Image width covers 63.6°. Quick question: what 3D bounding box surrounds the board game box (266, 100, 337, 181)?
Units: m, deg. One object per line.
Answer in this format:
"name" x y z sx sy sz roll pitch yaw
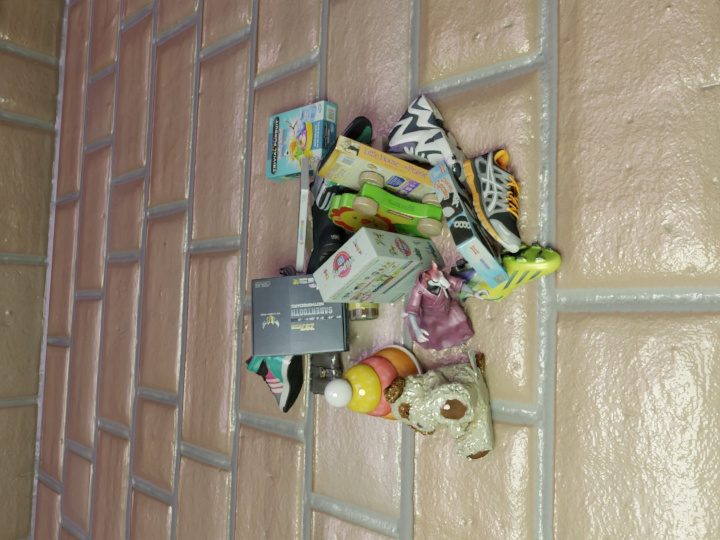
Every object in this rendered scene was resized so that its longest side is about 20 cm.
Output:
"board game box" -0.141 -0.298 1.363 0.198 0.047 0.154 -1 85 43

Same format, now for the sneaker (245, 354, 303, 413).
"sneaker" -0.196 0.226 1.284 0.119 0.084 0.202 25 135 18

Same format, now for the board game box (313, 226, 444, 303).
"board game box" 0.036 -0.002 1.061 0.147 0.198 0.065 -40 62 32

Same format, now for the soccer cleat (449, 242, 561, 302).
"soccer cleat" 0.243 0.010 0.972 0.198 0.065 0.085 -12 108 38

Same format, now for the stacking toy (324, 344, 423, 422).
"stacking toy" 0.011 0.212 1.065 0.145 0.198 0.149 -6 82 42

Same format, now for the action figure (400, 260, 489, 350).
"action figure" 0.133 0.048 0.990 0.132 0.202 0.150 -22 44 -5

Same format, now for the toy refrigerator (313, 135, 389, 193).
"toy refrigerator" -0.005 -0.215 1.207 0.198 0.075 0.071 -10 79 43

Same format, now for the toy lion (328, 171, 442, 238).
"toy lion" 0.042 -0.101 1.091 0.192 0.197 0.070 132 153 -70

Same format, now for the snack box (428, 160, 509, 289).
"snack box" 0.173 -0.078 0.943 0.037 0.116 0.202 -32 41 20

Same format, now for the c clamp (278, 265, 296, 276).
"c clamp" -0.181 0.075 1.310 0.171 0.027 0.203 -124 47 -61

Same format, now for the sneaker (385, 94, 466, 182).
"sneaker" 0.111 -0.215 1.080 0.129 0.079 0.201 -36 64 26

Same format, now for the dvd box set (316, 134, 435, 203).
"dvd box set" 0.030 -0.172 1.057 0.146 0.197 0.030 150 138 -70

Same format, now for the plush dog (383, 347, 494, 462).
"plush dog" 0.127 0.217 0.989 0.169 0.201 0.162 -11 45 25

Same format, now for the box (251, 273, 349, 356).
"box" -0.123 0.091 1.184 0.196 0.051 0.161 -4 80 10

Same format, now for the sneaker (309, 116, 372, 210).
"sneaker" -0.051 -0.224 1.152 0.088 0.074 0.202 50 119 40

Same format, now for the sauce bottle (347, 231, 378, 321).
"sauce bottle" 0.000 0.000 1.188 0.064 0.064 0.204 -12 80 42

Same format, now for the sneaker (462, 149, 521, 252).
"sneaker" 0.230 -0.122 0.963 0.077 0.078 0.203 -28 56 25

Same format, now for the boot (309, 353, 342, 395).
"boot" -0.100 0.183 1.269 0.198 0.068 0.178 11 101 50

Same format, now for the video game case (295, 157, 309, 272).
"video game case" -0.125 -0.119 1.253 0.144 0.018 0.203 -97 12 -54

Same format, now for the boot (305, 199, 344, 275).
"boot" -0.079 -0.056 1.265 0.201 0.075 0.170 117 155 -50
